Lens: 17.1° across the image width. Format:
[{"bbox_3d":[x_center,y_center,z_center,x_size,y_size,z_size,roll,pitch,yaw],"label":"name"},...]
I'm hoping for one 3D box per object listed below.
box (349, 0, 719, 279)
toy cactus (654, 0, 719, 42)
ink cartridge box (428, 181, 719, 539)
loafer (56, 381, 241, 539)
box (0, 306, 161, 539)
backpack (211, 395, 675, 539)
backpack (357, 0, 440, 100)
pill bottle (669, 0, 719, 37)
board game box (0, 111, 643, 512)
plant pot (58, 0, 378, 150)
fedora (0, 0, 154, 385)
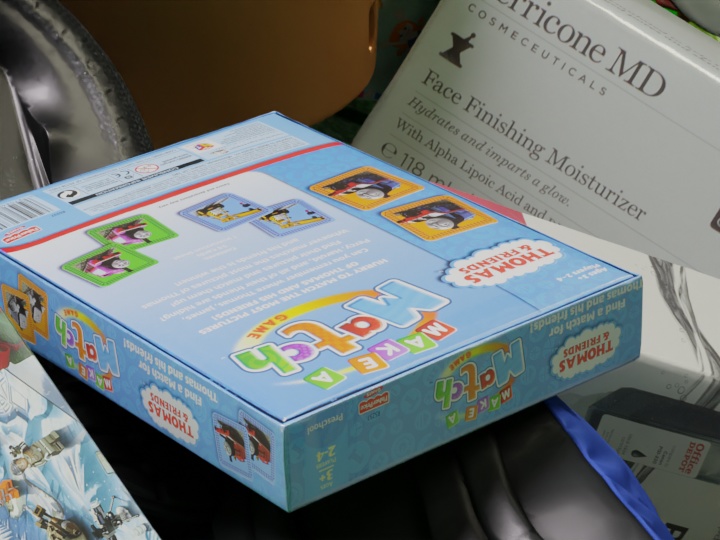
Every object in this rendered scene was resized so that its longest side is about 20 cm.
[{"bbox_3d":[0.123,-0.065,1.187,0.199,0.131,0.200,32,12,6],"label":"box"},{"bbox_3d":[0.223,-0.108,1.447,0.165,0.102,0.200,38,20,-5],"label":"toy cactus"},{"bbox_3d":[0.088,0.069,0.974,0.199,0.146,0.085,17,31,-21],"label":"ink cartridge box"},{"bbox_3d":[-0.116,0.081,0.848,0.200,0.070,0.068,1,46,-35],"label":"loafer"},{"bbox_3d":[-0.138,0.091,0.736,0.137,0.040,0.200,-33,69,-11],"label":"box"},{"bbox_3d":[0.043,0.139,0.814,0.200,0.162,0.168,53,0,42],"label":"backpack"},{"bbox_3d":[-0.037,-0.180,1.259,0.200,0.151,0.178,35,18,0],"label":"backpack"},{"bbox_3d":[0.194,-0.201,1.317,0.109,0.110,0.200,21,17,-15],"label":"pill bottle"},{"bbox_3d":[-0.027,0.005,0.818,0.151,0.037,0.200,-20,30,-34],"label":"board game box"},{"bbox_3d":[-0.073,-0.141,1.092,0.199,0.140,0.200,-11,26,5],"label":"plant pot"},{"bbox_3d":[-0.172,-0.029,0.928,0.200,0.092,0.201,21,50,-27],"label":"fedora"}]
